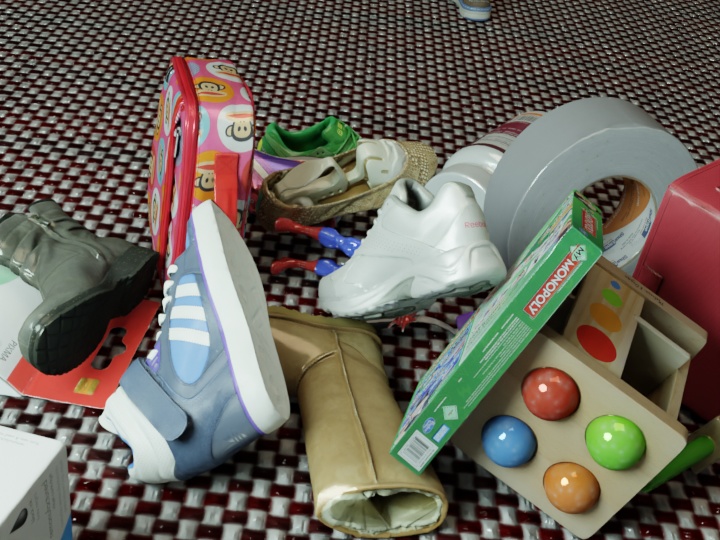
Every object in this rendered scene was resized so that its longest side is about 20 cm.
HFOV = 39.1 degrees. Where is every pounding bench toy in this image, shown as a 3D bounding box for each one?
[{"bbox_3d":[0.191,0.112,0.747,0.198,0.125,0.156,35,36,3],"label":"pounding bench toy"}]

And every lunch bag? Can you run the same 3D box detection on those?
[{"bbox_3d":[-0.140,-0.074,0.911,0.080,0.203,0.177,1,31,-19],"label":"lunch bag"}]

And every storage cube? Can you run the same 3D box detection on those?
[{"bbox_3d":[0.349,0.021,0.870,0.169,0.203,0.179,-22,48,-40],"label":"storage cube"}]

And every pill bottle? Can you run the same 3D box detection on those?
[{"bbox_3d":[0.151,-0.089,1.078,0.113,0.116,0.199,25,36,26],"label":"pill bottle"}]

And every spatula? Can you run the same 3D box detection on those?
[{"bbox_3d":[0.055,0.048,0.925,0.195,0.021,0.057,0,26,-10],"label":"spatula"}]

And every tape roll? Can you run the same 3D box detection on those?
[{"bbox_3d":[0.218,-0.056,0.956,0.196,0.204,0.067,-3,33,-16],"label":"tape roll"}]

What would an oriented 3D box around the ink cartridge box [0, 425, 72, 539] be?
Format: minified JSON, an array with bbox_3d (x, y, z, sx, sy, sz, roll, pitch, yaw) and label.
[{"bbox_3d":[-0.231,0.191,0.542,0.066,0.118,0.201,12,32,10],"label":"ink cartridge box"}]

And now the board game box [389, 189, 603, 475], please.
[{"bbox_3d":[0.099,0.040,0.724,0.029,0.201,0.135,37,19,2],"label":"board game box"}]

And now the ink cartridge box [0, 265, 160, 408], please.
[{"bbox_3d":[-0.284,0.036,0.848,0.195,0.051,0.162,7,32,3],"label":"ink cartridge box"}]

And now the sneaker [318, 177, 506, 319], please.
[{"bbox_3d":[0.034,-0.018,0.805,0.077,0.102,0.198,-1,-12,-41],"label":"sneaker"}]

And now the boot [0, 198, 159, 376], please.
[{"bbox_3d":[-0.261,0.008,0.833,0.129,0.069,0.200,24,23,4],"label":"boot"}]

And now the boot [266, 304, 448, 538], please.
[{"bbox_3d":[-0.038,0.109,0.767,0.171,0.067,0.201,-1,34,-13],"label":"boot"}]

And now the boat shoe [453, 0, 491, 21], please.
[{"bbox_3d":[0.200,-0.511,1.807,0.071,0.074,0.201,0,32,-12],"label":"boat shoe"}]

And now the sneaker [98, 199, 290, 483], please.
[{"bbox_3d":[-0.142,0.057,0.756,0.144,0.081,0.203,-25,60,9],"label":"sneaker"}]

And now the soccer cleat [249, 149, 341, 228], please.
[{"bbox_3d":[-0.109,-0.087,1.072,0.195,0.069,0.074,8,43,1],"label":"soccer cleat"}]

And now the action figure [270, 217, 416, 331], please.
[{"bbox_3d":[0.000,0.000,0.920,0.196,0.067,0.099,11,15,20],"label":"action figure"}]

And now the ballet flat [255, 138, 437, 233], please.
[{"bbox_3d":[-0.012,-0.093,1.011,0.197,0.066,0.071,-23,62,-10],"label":"ballet flat"}]

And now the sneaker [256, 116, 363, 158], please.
[{"bbox_3d":[-0.019,-0.124,1.126,0.195,0.085,0.075,4,31,-8],"label":"sneaker"}]
